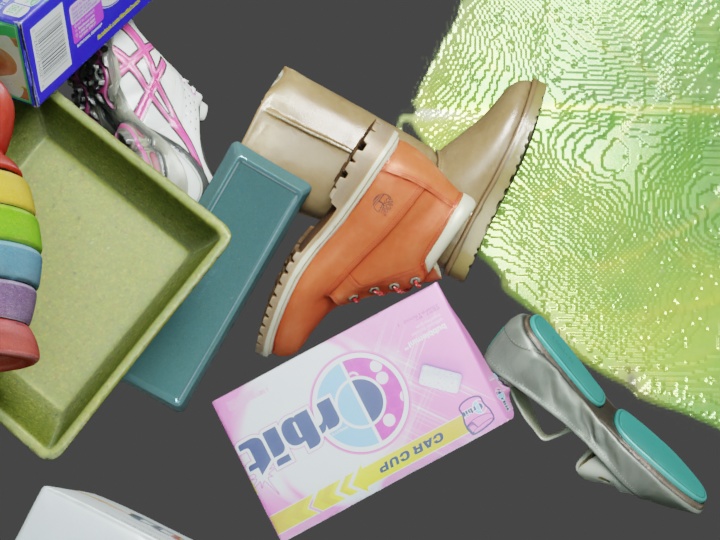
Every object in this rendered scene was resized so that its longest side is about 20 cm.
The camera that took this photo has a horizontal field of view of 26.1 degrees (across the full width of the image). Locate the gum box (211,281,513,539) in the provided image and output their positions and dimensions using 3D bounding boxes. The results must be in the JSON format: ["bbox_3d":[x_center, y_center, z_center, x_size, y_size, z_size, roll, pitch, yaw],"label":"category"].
[{"bbox_3d":[0.006,0.102,1.148,0.199,0.066,0.114,-28,83,-1],"label":"gum box"}]

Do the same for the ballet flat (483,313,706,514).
[{"bbox_3d":[0.173,0.119,1.171,0.200,0.067,0.064,46,110,5],"label":"ballet flat"}]

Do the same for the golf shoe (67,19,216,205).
[{"bbox_3d":[-0.167,-0.131,1.190,0.092,0.073,0.201,-11,75,-36],"label":"golf shoe"}]

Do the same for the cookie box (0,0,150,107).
[{"bbox_3d":[-0.272,-0.214,1.118,0.199,0.076,0.171,17,45,19],"label":"cookie box"}]

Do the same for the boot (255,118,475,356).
[{"bbox_3d":[0.000,0.000,1.144,0.107,0.075,0.201,32,111,-7],"label":"boot"}]

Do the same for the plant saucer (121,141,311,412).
[{"bbox_3d":[-0.113,0.007,1.159,0.070,0.019,0.201,29,94,-13],"label":"plant saucer"}]

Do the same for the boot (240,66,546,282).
[{"bbox_3d":[0.024,-0.105,1.186,0.199,0.066,0.176,26,84,2],"label":"boot"}]

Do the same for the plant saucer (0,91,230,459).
[{"bbox_3d":[-0.220,-0.002,1.097,0.199,0.048,0.200,38,84,13],"label":"plant saucer"}]

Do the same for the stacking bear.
[{"bbox_3d":[-0.267,-0.038,1.021,0.113,0.121,0.202,3,78,-27],"label":"stacking bear"}]

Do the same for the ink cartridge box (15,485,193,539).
[{"bbox_3d":[-0.170,0.244,1.062,0.144,0.200,0.146,25,81,4],"label":"ink cartridge box"}]
